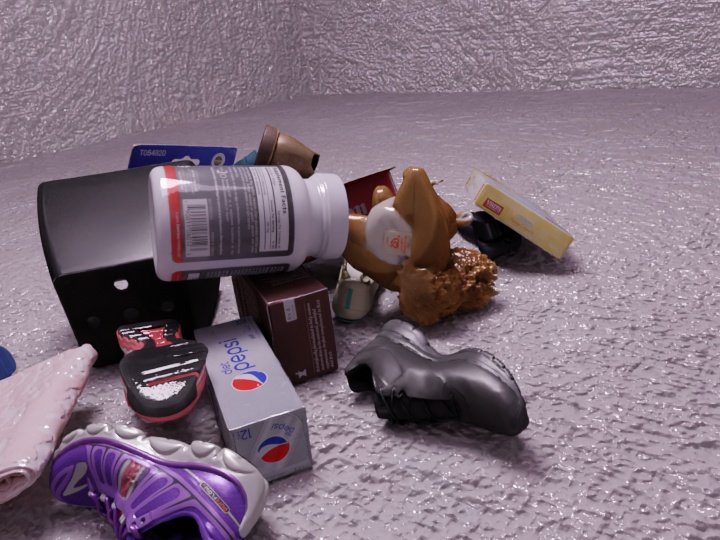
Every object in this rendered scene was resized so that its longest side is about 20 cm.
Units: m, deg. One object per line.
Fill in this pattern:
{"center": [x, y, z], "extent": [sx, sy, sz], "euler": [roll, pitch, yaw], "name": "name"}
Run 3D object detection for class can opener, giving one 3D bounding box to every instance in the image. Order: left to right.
{"center": [0.196, -0.065, 0.925], "extent": [0.062, 0.080, 0.200], "euler": [-15, 13, -1], "name": "can opener"}

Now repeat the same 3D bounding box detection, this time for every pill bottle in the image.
{"center": [-0.119, -0.053, 0.635], "extent": [0.197, 0.118, 0.116], "euler": [-4, 20, -23], "name": "pill bottle"}

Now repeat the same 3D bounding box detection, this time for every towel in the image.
{"center": [-0.347, 0.153, 0.533], "extent": [0.189, 0.033, 0.200], "euler": [-23, 24, -1], "name": "towel"}

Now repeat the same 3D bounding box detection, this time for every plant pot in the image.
{"center": [-0.286, 0.002, 0.745], "extent": [0.197, 0.202, 0.178], "euler": [-10, 35, -10], "name": "plant pot"}

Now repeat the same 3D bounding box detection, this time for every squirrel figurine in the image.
{"center": [0.084, -0.029, 0.757], "extent": [0.141, 0.202, 0.186], "euler": [-33, -6, 25], "name": "squirrel figurine"}

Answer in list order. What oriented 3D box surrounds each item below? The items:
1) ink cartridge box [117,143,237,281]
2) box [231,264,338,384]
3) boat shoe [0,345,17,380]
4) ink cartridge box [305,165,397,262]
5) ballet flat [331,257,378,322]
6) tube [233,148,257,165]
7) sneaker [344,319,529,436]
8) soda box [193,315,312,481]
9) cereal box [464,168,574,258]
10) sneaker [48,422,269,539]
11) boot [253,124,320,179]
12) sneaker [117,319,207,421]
{"center": [-0.271, -0.088, 0.887], "extent": [0.040, 0.202, 0.199], "euler": [36, 27, 24], "name": "ink cartridge box"}
{"center": [-0.097, 0.041, 0.700], "extent": [0.074, 0.102, 0.200], "euler": [-14, 24, -18], "name": "box"}
{"center": [-0.472, 0.122, 0.629], "extent": [0.072, 0.073, 0.199], "euler": [-40, -15, 20], "name": "boat shoe"}
{"center": [-0.042, -0.070, 0.861], "extent": [0.197, 0.085, 0.175], "euler": [-21, 2, -11], "name": "ink cartridge box"}
{"center": [0.000, 0.000, 0.816], "extent": [0.068, 0.071, 0.201], "euler": [-4, 22, 6], "name": "ballet flat"}
{"center": [-0.116, -0.113, 0.960], "extent": [0.077, 0.200, 0.051], "euler": [-19, 35, 48], "name": "tube"}
{"center": [0.062, 0.112, 0.542], "extent": [0.090, 0.077, 0.199], "euler": [-32, 25, -29], "name": "sneaker"}
{"center": [-0.110, 0.116, 0.570], "extent": [0.067, 0.064, 0.200], "euler": [-13, 24, -20], "name": "soda box"}
{"center": [0.229, -0.092, 0.884], "extent": [0.143, 0.040, 0.200], "euler": [32, 17, -2], "name": "cereal box"}
{"center": [-0.167, 0.172, 0.446], "extent": [0.197, 0.081, 0.084], "euler": [-2, 39, 25], "name": "sneaker"}
{"center": [-0.105, -0.108, 0.748], "extent": [0.074, 0.075, 0.200], "euler": [17, -18, -15], "name": "boot"}
{"center": [-0.182, 0.108, 0.554], "extent": [0.073, 0.088, 0.200], "euler": [-8, 13, -22], "name": "sneaker"}
